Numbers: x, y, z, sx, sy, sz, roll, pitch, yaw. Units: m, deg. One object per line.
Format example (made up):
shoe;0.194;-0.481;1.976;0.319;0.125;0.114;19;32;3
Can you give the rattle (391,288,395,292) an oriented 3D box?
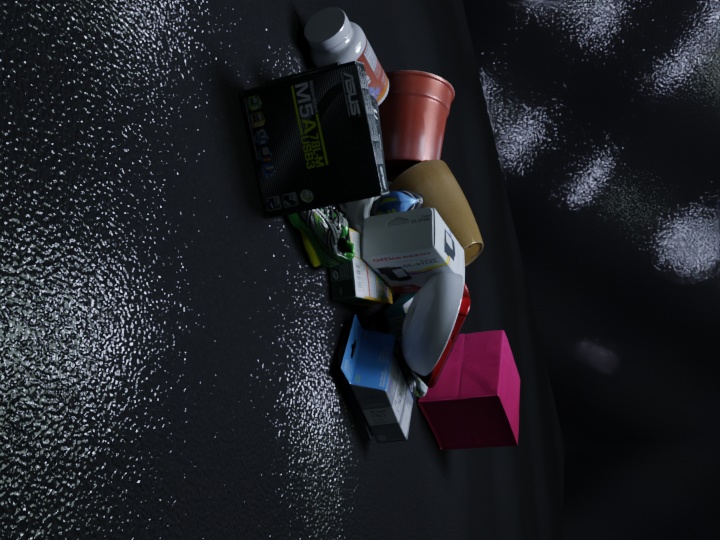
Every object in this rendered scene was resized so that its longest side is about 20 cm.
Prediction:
rattle;0.120;-0.038;1.687;0.130;0.143;0.200;60;30;-10

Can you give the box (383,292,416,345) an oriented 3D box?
box;0.120;0.088;1.626;0.200;0.049;0.082;-30;100;-61

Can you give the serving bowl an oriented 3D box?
serving bowl;0.122;0.091;1.419;0.200;0.066;0.200;-160;-90;-86

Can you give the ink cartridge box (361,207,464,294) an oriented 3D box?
ink cartridge box;0.103;-0.033;1.468;0.200;0.146;0.083;43;44;-58

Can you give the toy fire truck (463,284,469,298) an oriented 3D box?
toy fire truck;0.166;0.001;1.816;0.168;0.112;0.200;-123;-166;-52

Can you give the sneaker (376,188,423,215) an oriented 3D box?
sneaker;0.063;-0.125;1.544;0.200;0.083;0.071;176;-94;-66

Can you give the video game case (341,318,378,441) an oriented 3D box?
video game case;0.016;0.204;1.460;0.200;0.019;0.143;-65;141;-59

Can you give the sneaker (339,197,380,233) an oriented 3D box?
sneaker;-0.003;-0.162;1.479;0.074;0.088;0.200;-46;123;-64

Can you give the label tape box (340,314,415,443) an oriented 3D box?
label tape box;0.038;0.195;1.405;0.144;0.063;0.200;-75;150;-50

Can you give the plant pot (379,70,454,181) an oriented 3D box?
plant pot;0.104;-0.308;1.708;0.201;0.200;0.196;35;57;-63

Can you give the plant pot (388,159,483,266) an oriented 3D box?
plant pot;0.165;-0.099;1.631;0.200;0.186;0.186;55;10;24

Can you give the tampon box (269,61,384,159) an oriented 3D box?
tampon box;-0.052;-0.241;1.321;0.200;0.126;0.150;20;63;-68

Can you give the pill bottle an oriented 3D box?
pill bottle;-0.028;-0.404;1.480;0.200;0.112;0.112;50;36;-54

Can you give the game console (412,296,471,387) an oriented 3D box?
game console;0.154;0.129;1.473;0.200;0.031;0.177;-166;-83;-86

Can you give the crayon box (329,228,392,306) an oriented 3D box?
crayon box;0.000;0.000;1.461;0.200;0.051;0.126;17;65;-67

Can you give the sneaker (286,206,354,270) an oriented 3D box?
sneaker;-0.066;-0.092;1.275;0.078;0.085;0.200;-77;149;-46

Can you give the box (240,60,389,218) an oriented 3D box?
box;-0.069;-0.193;1.155;0.048;0.193;0.200;-24;105;-68

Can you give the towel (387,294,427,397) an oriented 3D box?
towel;0.118;0.155;1.720;0.171;0.048;0.200;-68;143;-50

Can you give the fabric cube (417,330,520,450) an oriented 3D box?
fabric cube;0.264;0.288;1.834;0.200;0.200;0.196;-75;150;-45
